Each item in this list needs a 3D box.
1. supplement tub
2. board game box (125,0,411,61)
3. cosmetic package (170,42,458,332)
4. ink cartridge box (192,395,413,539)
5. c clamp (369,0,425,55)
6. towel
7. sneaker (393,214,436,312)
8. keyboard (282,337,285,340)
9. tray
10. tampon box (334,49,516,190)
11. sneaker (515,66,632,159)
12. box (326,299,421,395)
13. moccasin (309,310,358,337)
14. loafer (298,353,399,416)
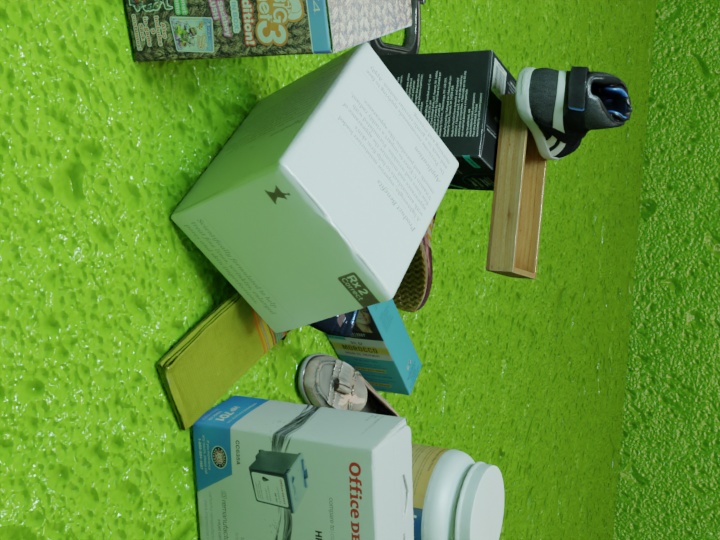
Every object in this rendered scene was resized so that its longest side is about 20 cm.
[{"bbox_3d":[0.064,0.287,1.221,0.145,0.200,0.145,-14,105,-62],"label":"supplement tub"},{"bbox_3d":[-0.079,-0.247,0.864,0.159,0.200,0.097,-37,126,-56],"label":"board game box"},{"bbox_3d":[-0.039,-0.077,0.957,0.165,0.165,0.200,50,46,-22],"label":"cosmetic package"},{"bbox_3d":[-0.057,0.213,0.971,0.086,0.200,0.147,-24,114,-60],"label":"ink cartridge box"},{"bbox_3d":[0.047,-0.350,1.304,0.200,0.027,0.171,-28,123,-61],"label":"c clamp"},{"bbox_3d":[-0.121,0.067,0.991,0.200,0.018,0.086,-45,132,-40],"label":"towel"},{"bbox_3d":[0.073,-0.045,1.336,0.090,0.075,0.200,-32,123,-55],"label":"sneaker"},{"bbox_3d":[-0.072,-0.029,1.087,0.104,0.040,0.200,40,57,-59],"label":"keyboard"},{"bbox_3d":[0.184,-0.094,1.149,0.099,0.037,0.201,11,83,-64],"label":"tray"},{"bbox_3d":[0.078,-0.176,1.188,0.150,0.200,0.127,24,72,-64],"label":"tampon box"},{"bbox_3d":[0.251,-0.168,1.106,0.200,0.112,0.073,21,76,-63],"label":"sneaker"},{"bbox_3d":[0.007,0.074,1.210,0.049,0.082,0.200,-66,147,-33],"label":"box"},{"bbox_3d":[0.000,0.000,1.085,0.200,0.068,0.081,-59,177,-35],"label":"moccasin"},{"bbox_3d":[-0.008,0.154,1.213,0.200,0.063,0.072,48,53,-56],"label":"loafer"}]
